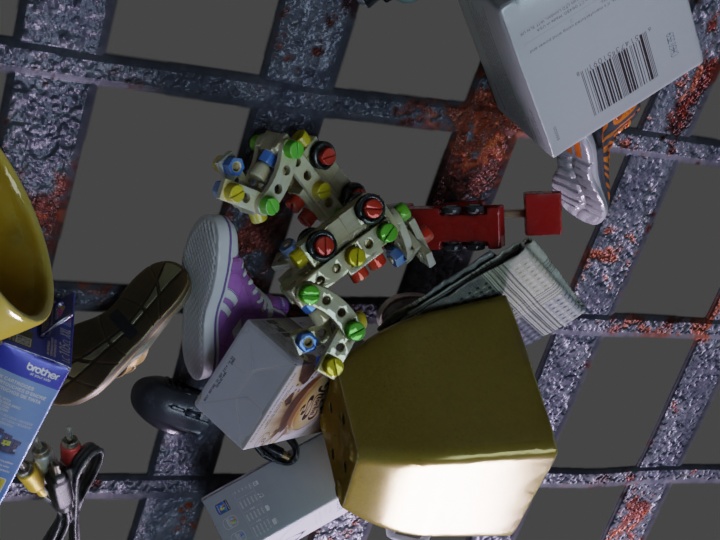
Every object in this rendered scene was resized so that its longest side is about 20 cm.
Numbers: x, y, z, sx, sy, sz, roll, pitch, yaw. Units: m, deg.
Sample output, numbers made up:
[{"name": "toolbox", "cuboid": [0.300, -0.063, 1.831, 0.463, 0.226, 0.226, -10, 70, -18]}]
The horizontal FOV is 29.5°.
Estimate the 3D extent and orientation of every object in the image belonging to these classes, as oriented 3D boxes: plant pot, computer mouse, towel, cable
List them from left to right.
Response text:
[{"name": "plant pot", "cuboid": [-0.401, -0.012, 1.216, 0.187, 0.202, 0.202, -22, 130, 6]}, {"name": "cable", "cuboid": [-0.332, 0.252, 1.533, 0.097, 0.050, 0.201, -29, 145, -30]}, {"name": "computer mouse", "cuboid": [-0.158, 0.167, 1.501, 0.198, 0.034, 0.059, 21, 89, -6]}, {"name": "plant pot", "cuboid": [0.067, 0.165, 1.455, 0.198, 0.197, 0.195, -4, 144, -15]}, {"name": "towel", "cuboid": [0.136, 0.047, 1.520, 0.192, 0.035, 0.200, -31, 147, 14]}]

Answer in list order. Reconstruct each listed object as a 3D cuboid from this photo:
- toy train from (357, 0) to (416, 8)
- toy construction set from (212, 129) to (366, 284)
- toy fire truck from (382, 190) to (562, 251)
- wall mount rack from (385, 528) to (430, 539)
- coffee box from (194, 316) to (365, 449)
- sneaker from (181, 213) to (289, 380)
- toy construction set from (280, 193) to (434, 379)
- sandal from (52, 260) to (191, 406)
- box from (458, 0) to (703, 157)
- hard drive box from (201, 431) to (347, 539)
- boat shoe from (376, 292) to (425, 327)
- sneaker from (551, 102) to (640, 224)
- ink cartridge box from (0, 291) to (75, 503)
[{"name": "toy train", "cuboid": [0.058, -0.343, 1.307, 0.200, 0.085, 0.114, -40, 121, 1]}, {"name": "toy construction set", "cuboid": [-0.069, -0.066, 1.413, 0.131, 0.092, 0.200, -53, 142, -20]}, {"name": "toy fire truck", "cuboid": [0.119, -0.056, 1.515, 0.198, 0.141, 0.049, -1, 99, 15]}, {"name": "wall mount rack", "cuboid": [0.078, 0.233, 1.687, 0.074, 0.174, 0.201, 9, 126, 13]}, {"name": "coffee box", "cuboid": [-0.075, 0.117, 1.483, 0.113, 0.080, 0.200, -57, 159, 15]}, {"name": "sneaker", "cuboid": [-0.129, 0.018, 1.459, 0.113, 0.073, 0.202, -14, 133, -28]}, {"name": "toy construction set", "cuboid": [0.000, 0.000, 1.379, 0.200, 0.092, 0.132, -42, 108, -27]}, {"name": "sandal", "cuboid": [-0.251, 0.072, 1.429, 0.200, 0.080, 0.054, -42, 152, -3]}, {"name": "box", "cuboid": [0.222, -0.265, 1.410, 0.198, 0.131, 0.201, -32, 130, -5]}, {"name": "hard drive box", "cuboid": [-0.074, 0.261, 1.592, 0.199, 0.077, 0.156, -29, 165, -8]}, {"name": "boat shoe", "cuboid": [0.102, 0.087, 1.627, 0.199, 0.060, 0.072, 30, 105, -39]}, {"name": "sneaker", "cuboid": [0.275, -0.140, 1.558, 0.112, 0.077, 0.200, -50, 154, -19]}, {"name": "ink cartridge box", "cuboid": [-0.342, 0.107, 1.344, 0.076, 0.137, 0.201, 23, 108, -19]}]
